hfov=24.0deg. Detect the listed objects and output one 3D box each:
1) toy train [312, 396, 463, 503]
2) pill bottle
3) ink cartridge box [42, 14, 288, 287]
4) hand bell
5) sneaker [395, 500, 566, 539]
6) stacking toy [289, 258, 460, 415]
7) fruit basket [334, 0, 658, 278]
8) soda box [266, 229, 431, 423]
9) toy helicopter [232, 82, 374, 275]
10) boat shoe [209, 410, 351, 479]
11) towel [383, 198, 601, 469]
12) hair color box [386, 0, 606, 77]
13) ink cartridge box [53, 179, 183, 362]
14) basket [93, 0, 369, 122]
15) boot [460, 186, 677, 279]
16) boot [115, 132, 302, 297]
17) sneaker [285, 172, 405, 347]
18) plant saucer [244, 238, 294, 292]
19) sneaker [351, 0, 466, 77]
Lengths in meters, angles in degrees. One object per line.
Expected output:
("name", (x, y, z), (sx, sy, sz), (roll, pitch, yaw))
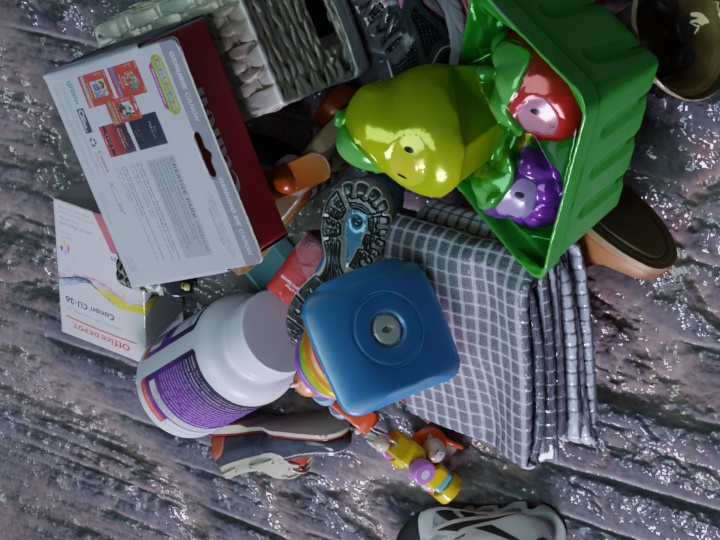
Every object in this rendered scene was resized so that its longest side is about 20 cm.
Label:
("toy train", (0.032, 0.145, 1.569), (0.150, 0.056, 0.200), (37, 176, 27))
("pill bottle", (-0.128, 0.087, 1.644), (0.112, 0.111, 0.200), (56, 142, -3))
("ink cartridge box", (-0.148, -0.099, 1.407), (0.175, 0.084, 0.201), (-7, 109, 44))
("hand bell", (0.182, -0.164, 1.317), (0.200, 0.104, 0.104), (-12, 108, 54))
("sneaker", (0.094, 0.270, 1.618), (0.200, 0.088, 0.074), (-19, 104, 44))
("stacking toy", (-0.013, 0.071, 1.409), (0.110, 0.116, 0.200), (67, 155, 7))
("fruit basket", (0.093, -0.098, 1.236), (0.156, 0.215, 0.216), (51, 137, 30))
("soda box", (0.015, 0.049, 1.549), (0.200, 0.063, 0.070), (40, 105, 13))
("toy helicopter", (-0.054, -0.068, 1.470), (0.079, 0.132, 0.200), (44, 112, 7))
("boat shoe", (-0.079, 0.179, 1.701), (0.200, 0.071, 0.063), (-6, 96, 46))
("towel", (0.103, 0.055, 1.394), (0.165, 0.085, 0.201), (15, 122, 42))
("hair color box", (0.102, -0.187, 1.331), (0.200, 0.061, 0.102), (-50, 44, 44))
("ink cartridge box", (-0.247, 0.017, 1.739), (0.116, 0.067, 0.201), (19, 125, 27))
("basket", (-0.117, -0.196, 1.479), (0.200, 0.123, 0.136), (-11, 107, 41))
("boot", (0.166, -0.006, 1.415), (0.200, 0.074, 0.155), (35, 132, 31))
("boot", (-0.145, -0.052, 1.590), (0.203, 0.073, 0.154), (8, 111, 16))
("sneaker", (0.000, 0.000, 1.478), (0.078, 0.090, 0.201), (29, 122, 12))
("plant saucer", (-0.071, 0.015, 1.640), (0.200, 0.019, 0.070), (50, 133, 3))
("sneaker", (0.021, -0.217, 1.328), (0.080, 0.086, 0.201), (-42, 51, 50))
